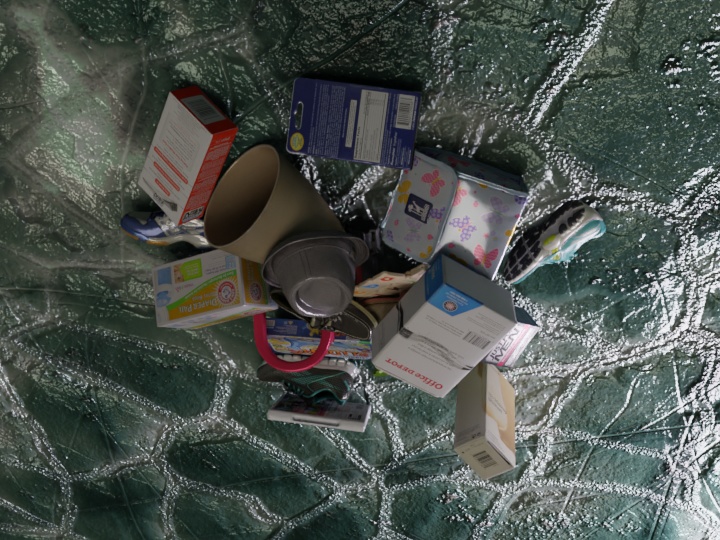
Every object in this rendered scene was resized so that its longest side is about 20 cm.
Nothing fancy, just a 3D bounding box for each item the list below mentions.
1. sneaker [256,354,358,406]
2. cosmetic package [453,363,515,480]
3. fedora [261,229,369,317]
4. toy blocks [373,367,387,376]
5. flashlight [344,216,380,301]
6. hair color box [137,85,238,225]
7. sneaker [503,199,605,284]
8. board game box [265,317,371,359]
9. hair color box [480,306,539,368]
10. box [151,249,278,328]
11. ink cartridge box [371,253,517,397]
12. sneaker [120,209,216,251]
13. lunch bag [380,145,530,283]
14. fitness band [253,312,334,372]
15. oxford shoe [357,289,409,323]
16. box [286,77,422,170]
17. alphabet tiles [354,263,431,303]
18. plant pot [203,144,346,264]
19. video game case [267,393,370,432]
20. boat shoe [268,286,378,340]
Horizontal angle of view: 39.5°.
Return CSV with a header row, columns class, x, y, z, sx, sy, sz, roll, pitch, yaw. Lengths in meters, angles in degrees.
class,x,y,z,sx,sy,sz,roll,pitch,yaw
sneaker,-0.107,0.215,1.927,0.199,0.091,0.078,1,152,11
cosmetic package,0.232,0.273,1.858,0.071,0.200,0.105,-29,121,27
fedora,-0.065,0.017,1.600,0.176,0.091,0.200,-15,154,1
toy blocks,0.109,0.114,1.829,0.199,0.100,0.137,-8,116,14
flashlight,0.000,0.000,1.765,0.067,0.068,0.200,-14,126,-12
hair color box,-0.282,-0.185,1.626,0.111,0.064,0.200,45,130,17
sneaker,0.321,-0.033,1.676,0.080,0.078,0.200,32,128,-28
board game box,-0.073,0.127,1.855,0.199,0.035,0.135,3,162,7
hair color box,0.206,0.103,1.748,0.200,0.061,0.099,14,118,-36
box,-0.256,0.031,1.758,0.199,0.113,0.101,-15,168,29
ink cartridge box,0.129,0.092,1.598,0.144,0.084,0.200,28,123,-20
sneaker,-0.314,-0.092,1.740,0.199,0.075,0.088,6,123,-7
lunch bag,0.145,-0.091,1.602,0.199,0.127,0.170,20,111,-4
fitness band,-0.119,0.080,1.780,0.143,0.201,0.037,-3,171,8
oxford shoe,0.049,0.085,1.712,0.200,0.075,0.070,-18,159,35
box,-0.010,-0.229,1.553,0.199,0.032,0.122,9,100,8
alphabet tiles,0.083,0.028,1.691,0.195,0.015,0.200,6,160,-34
plant pot,-0.124,-0.077,1.659,0.187,0.188,0.200,-33,132,31
video game case,-0.075,0.273,1.930,0.182,0.200,0.023,7,92,4
boat shoe,-0.066,0.073,1.710,0.200,0.066,0.072,28,133,15
